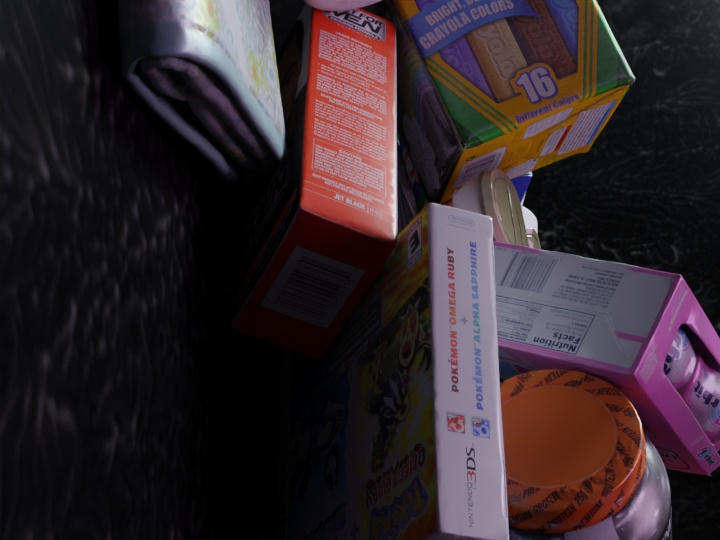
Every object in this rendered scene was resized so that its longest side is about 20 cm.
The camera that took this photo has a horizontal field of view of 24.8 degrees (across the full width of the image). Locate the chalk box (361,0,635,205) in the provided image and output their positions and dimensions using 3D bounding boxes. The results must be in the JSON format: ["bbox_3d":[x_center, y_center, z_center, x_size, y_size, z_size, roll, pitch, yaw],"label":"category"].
[{"bbox_3d":[0.070,-0.166,1.058,0.125,0.123,0.201,110,-42,-73],"label":"chalk box"}]

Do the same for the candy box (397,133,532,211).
[{"bbox_3d":[0.051,-0.088,1.273,0.170,0.076,0.201,108,-30,-46],"label":"candy box"}]

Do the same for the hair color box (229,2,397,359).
[{"bbox_3d":[-0.025,-0.059,0.946,0.201,0.061,0.102,-89,-155,-48],"label":"hair color box"}]

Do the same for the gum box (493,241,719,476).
[{"bbox_3d":[0.118,0.046,0.949,0.114,0.199,0.066,48,64,-42],"label":"gum box"}]

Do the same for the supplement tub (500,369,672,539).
[{"bbox_3d":[0.112,0.157,0.905,0.123,0.121,0.201,-89,171,-46],"label":"supplement tub"}]

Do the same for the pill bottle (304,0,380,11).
[{"bbox_3d":[-0.024,-0.266,0.956,0.201,0.119,0.120,64,3,14],"label":"pill bottle"}]

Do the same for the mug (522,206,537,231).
[{"bbox_3d":[0.088,0.041,1.607,0.200,0.146,0.177,141,-44,-64],"label":"mug"}]

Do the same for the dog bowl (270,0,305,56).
[{"bbox_3d":[-0.033,-0.187,1.172,0.200,0.058,0.202,-8,90,-82],"label":"dog bowl"}]

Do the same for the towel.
[{"bbox_3d":[-0.083,-0.151,0.826,0.200,0.048,0.173,56,25,-74],"label":"towel"}]

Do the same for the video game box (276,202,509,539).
[{"bbox_3d":[0.010,0.091,0.882,0.200,0.046,0.184,133,-39,-51],"label":"video game box"}]

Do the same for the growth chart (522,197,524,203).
[{"bbox_3d":[0.128,-0.135,1.278,0.145,0.018,0.201,-70,163,-54],"label":"growth chart"}]

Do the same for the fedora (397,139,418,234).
[{"bbox_3d":[0.000,0.000,1.114,0.201,0.089,0.178,-101,180,-54],"label":"fedora"}]

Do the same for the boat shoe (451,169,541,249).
[{"bbox_3d":[0.078,-0.009,1.068,0.200,0.068,0.075,51,31,-69],"label":"boat shoe"}]
